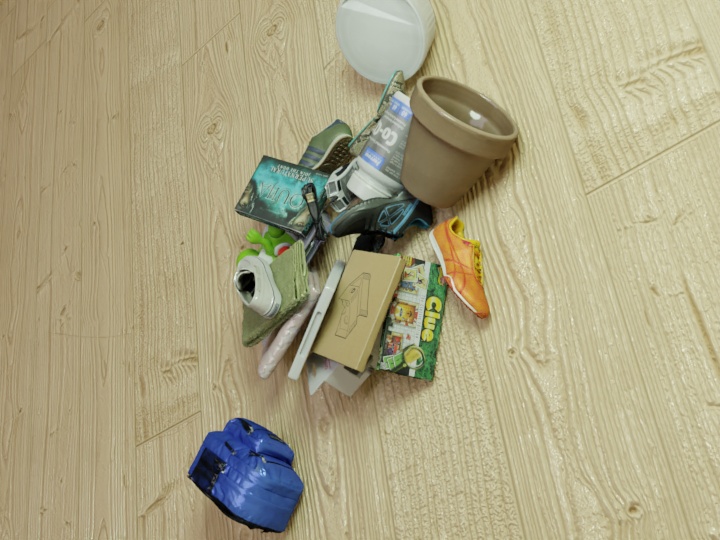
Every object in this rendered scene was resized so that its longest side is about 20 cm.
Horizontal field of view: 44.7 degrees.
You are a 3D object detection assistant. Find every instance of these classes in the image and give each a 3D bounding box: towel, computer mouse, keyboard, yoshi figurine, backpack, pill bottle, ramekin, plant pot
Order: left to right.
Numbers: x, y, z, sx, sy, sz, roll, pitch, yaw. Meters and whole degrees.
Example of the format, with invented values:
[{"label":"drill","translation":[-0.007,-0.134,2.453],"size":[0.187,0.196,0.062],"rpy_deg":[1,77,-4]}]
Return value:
[{"label":"backpack","translation":[-0.205,0.386,1.648],"size":[0.199,0.161,0.171],"rpy_deg":[27,91,47]},{"label":"yoshi figurine","translation":[-0.205,-0.058,1.864],"size":[0.204,0.111,0.112],"rpy_deg":[-66,28,6]},{"label":"towel","translation":[-0.164,0.048,1.679],"size":[0.199,0.036,0.151],"rpy_deg":[-40,39,33]},{"label":"towel","translation":[-0.141,0.095,1.720],"size":[0.202,0.032,0.191],"rpy_deg":[-59,12,10]},{"label":"computer mouse","translation":[-0.043,-0.151,1.694],"size":[0.043,0.111,0.200],"rpy_deg":[-3,29,42]},{"label":"keyboard","translation":[0.000,0.000,1.638],"size":[0.127,0.020,0.203],"rpy_deg":[-32,34,55]},{"label":"ramekin","translation":[0.056,-0.475,1.703],"size":[0.200,0.205,0.095],"rpy_deg":[-13,27,40]},{"label":"pill bottle","translation":[0.063,-0.220,1.647],"size":[0.114,0.113,0.202],"rpy_deg":[42,104,44]},{"label":"plant pot","translation":[0.150,-0.213,1.525],"size":[0.202,0.197,0.177],"rpy_deg":[58,132,40]}]

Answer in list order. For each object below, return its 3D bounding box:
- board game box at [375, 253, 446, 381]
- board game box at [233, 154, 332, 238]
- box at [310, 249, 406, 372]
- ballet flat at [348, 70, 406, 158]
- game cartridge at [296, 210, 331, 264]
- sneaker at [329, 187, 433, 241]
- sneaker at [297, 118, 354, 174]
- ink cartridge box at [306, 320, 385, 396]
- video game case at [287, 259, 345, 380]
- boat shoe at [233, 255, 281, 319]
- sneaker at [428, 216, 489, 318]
[{"label":"board game box","translation":[0.091,0.081,1.516],"size":[0.023,0.103,0.205],"rpy_deg":[158,123,-67]},{"label":"board game box","translation":[-0.154,-0.152,1.781],"size":[0.197,0.028,0.137],"rpy_deg":[19,75,36]},{"label":"box","translation":[-0.006,0.065,1.528],"size":[0.162,0.021,0.204],"rpy_deg":[11,76,58]},{"label":"ballet flat","translation":[0.051,-0.292,1.720],"size":[0.075,0.068,0.201],"rpy_deg":[38,119,5]},{"label":"game cartridge","translation":[-0.121,-0.026,1.769],"size":[0.202,0.038,0.130],"rpy_deg":[-58,9,10]},{"label":"sneaker","translation":[0.040,-0.090,1.581],"size":[0.073,0.196,0.084],"rpy_deg":[136,114,-78]},{"label":"sneaker","translation":[-0.088,-0.236,1.842],"size":[0.200,0.066,0.091],"rpy_deg":[-42,42,25]},{"label":"ink cartridge box","translation":[-0.013,0.141,1.595],"size":[0.201,0.066,0.117],"rpy_deg":[-50,25,19]},{"label":"video game case","translation":[-0.079,0.087,1.629],"size":[0.200,0.023,0.185],"rpy_deg":[-72,5,-75]},{"label":"boat shoe","translation":[-0.210,0.023,1.666],"size":[0.073,0.065,0.201],"rpy_deg":[-53,33,16]},{"label":"sneaker","translation":[0.177,-0.010,1.488],"size":[0.076,0.073,0.203],"rpy_deg":[-33,56,18]}]
